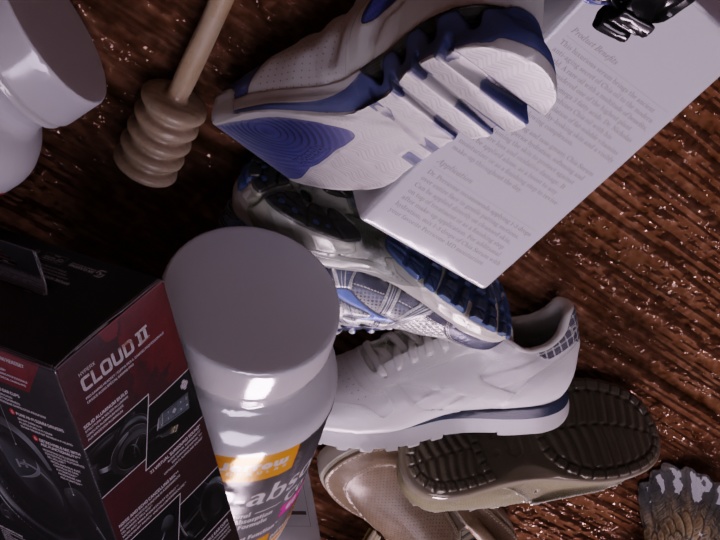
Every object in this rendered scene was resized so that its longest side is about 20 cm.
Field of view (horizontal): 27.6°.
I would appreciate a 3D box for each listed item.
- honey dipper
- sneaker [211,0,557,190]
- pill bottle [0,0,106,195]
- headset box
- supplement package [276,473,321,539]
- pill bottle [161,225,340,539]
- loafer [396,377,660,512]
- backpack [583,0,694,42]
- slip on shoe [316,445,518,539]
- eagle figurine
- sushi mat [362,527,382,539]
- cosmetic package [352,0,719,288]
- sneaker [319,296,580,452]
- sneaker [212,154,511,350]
[{"bbox_3d":[-0.071,-0.128,0.731,0.038,0.038,0.201,14,126,-26],"label":"honey dipper"},{"bbox_3d":[0.024,-0.117,0.739,0.198,0.116,0.080,-13,142,42],"label":"sneaker"},{"bbox_3d":[-0.226,-0.068,0.692,0.199,0.113,0.112,-28,134,13],"label":"pill bottle"},{"bbox_3d":[-0.154,0.071,0.730,0.077,0.148,0.202,-42,133,-38],"label":"headset box"},{"bbox_3d":[-0.125,0.198,0.975,0.154,0.111,0.201,2,134,-16],"label":"supplement package"},{"bbox_3d":[-0.077,0.075,0.815,0.115,0.117,0.201,1,143,-15],"label":"pill bottle"},{"bbox_3d":[0.109,0.121,0.994,0.198,0.076,0.068,-3,160,-21],"label":"loafer"},{"bbox_3d":[0.148,-0.227,0.614,0.189,0.155,0.200,-17,142,14],"label":"backpack"},{"bbox_3d":[0.047,0.177,1.036,0.076,0.061,0.200,-33,132,17],"label":"slip on shoe"},{"bbox_3d":[0.228,0.265,1.127,0.149,0.153,0.201,-1,142,14],"label":"eagle figurine"},{"bbox_3d":[-0.027,0.287,1.054,0.201,0.012,0.096,-59,151,-18],"label":"sushi mat"},{"bbox_3d":[0.093,-0.093,0.782,0.101,0.072,0.200,29,121,-34],"label":"cosmetic package"},{"bbox_3d":[0.043,0.059,0.924,0.198,0.077,0.081,-7,126,-18],"label":"sneaker"},{"bbox_3d":[0.000,0.000,0.857,0.199,0.078,0.085,27,130,-25],"label":"sneaker"}]
